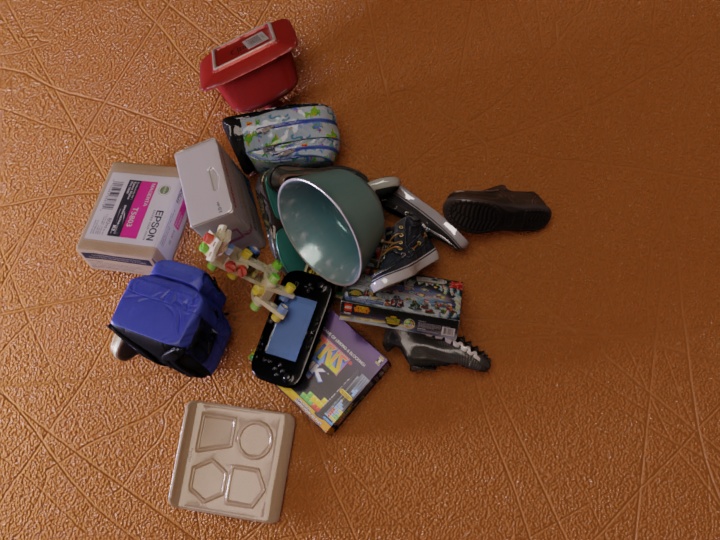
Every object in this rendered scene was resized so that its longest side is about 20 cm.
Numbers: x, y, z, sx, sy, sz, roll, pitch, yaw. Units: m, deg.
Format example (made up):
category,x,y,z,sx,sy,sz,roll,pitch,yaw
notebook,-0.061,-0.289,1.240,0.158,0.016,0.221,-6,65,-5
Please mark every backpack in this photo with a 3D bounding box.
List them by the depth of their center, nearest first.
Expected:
category,x,y,z,sx,sy,sz,roll,pitch,yaw
backpack,-0.306,0.092,1.616,0.161,0.201,0.169,21,70,21
backpack,-0.135,-0.240,1.709,0.198,0.163,0.155,-24,80,-4

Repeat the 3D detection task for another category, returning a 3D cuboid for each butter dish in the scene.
category,x,y,z,sx,sy,sz,roll,pitch,yaw
butter dish,-0.191,-0.362,1.757,0.197,0.149,0.201,-26,30,3

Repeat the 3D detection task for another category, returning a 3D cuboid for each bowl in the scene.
category,x,y,z,sx,sy,sz,roll,pitch,yaw
bowl,-0.035,-0.087,1.546,0.200,0.202,0.105,42,57,18

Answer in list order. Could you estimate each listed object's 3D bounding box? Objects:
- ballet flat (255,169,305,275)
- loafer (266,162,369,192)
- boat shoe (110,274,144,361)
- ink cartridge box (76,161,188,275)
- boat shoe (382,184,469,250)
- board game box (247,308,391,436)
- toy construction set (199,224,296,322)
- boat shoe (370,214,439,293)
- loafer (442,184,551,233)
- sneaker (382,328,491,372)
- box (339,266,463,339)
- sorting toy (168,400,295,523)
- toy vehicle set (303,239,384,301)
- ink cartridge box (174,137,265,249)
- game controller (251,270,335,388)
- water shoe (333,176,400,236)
category,x,y,z,sx,sy,sz,roll,pitch,yaw
ballet flat,-0.147,-0.085,1.699,0.071,0.072,0.203,-12,99,7
loafer,-0.067,-0.151,1.661,0.197,0.063,0.073,2,104,-26
boat shoe,-0.407,0.069,1.713,0.075,0.072,0.202,21,69,24
ink cartridge box,-0.410,-0.097,1.725,0.162,0.075,0.202,5,61,17
boat shoe,0.103,-0.087,1.660,0.199,0.070,0.067,39,92,18
board game box,-0.072,0.160,1.627,0.199,0.057,0.166,40,85,18
toy construction set,-0.202,-0.004,1.575,0.092,0.200,0.132,-39,34,12
boat shoe,0.059,-0.030,1.553,0.070,0.200,0.092,-26,92,32
loafer,0.233,-0.110,1.624,0.197,0.074,0.072,5,43,-17
sneaker,0.125,0.140,1.595,0.198,0.066,0.092,25,96,7
box,0.072,0.050,1.566,0.197,0.137,0.040,9,117,4
sorting toy,-0.222,0.332,1.621,0.197,0.037,0.188,7,76,8
toy vehicle set,0.000,0.000,1.674,0.197,0.027,0.126,14,78,14
ink cartridge box,-0.249,-0.124,1.663,0.083,0.200,0.146,-18,72,4
game controller,-0.116,0.100,1.602,0.103,0.042,0.203,16,76,16
water shoe,-0.005,-0.097,1.651,0.198,0.071,0.080,-27,82,18
